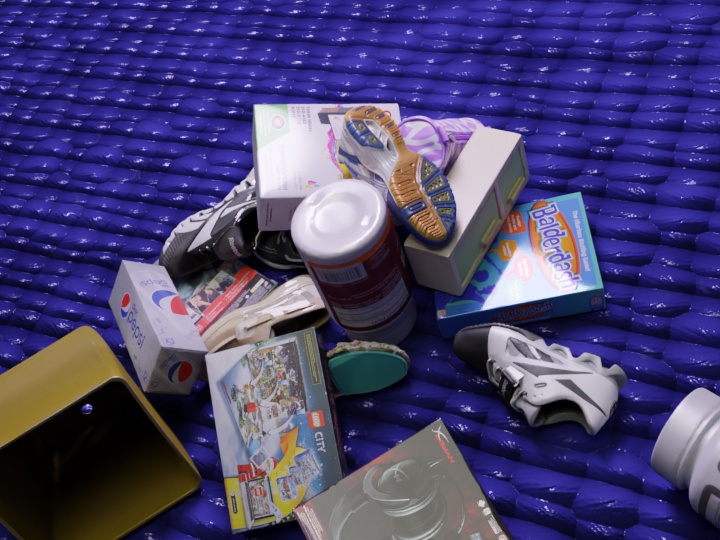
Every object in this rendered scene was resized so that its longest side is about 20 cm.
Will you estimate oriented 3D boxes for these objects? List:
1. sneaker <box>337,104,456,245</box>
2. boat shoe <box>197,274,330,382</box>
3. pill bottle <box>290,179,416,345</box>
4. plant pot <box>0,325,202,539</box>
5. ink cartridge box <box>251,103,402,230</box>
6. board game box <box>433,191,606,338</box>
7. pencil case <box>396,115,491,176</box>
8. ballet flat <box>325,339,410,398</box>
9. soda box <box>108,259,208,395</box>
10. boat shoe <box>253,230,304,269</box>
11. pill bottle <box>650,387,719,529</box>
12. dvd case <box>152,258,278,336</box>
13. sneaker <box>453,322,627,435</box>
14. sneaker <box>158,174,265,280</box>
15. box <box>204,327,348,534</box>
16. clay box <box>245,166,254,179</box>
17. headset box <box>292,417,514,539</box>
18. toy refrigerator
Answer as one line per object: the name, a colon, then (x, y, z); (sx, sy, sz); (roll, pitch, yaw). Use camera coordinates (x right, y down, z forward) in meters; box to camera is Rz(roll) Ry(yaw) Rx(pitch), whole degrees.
sneaker: (0.041, -0.100, 1.081); (0.074, 0.089, 0.201); (-18, 62, -29)
boat shoe: (-0.125, 0.084, 1.150); (0.198, 0.073, 0.065); (-32, 51, -10)
pill bottle: (0.000, 0.000, 1.080); (0.112, 0.201, 0.116); (-10, 50, 12)
plant pot: (-0.332, 0.187, 1.073); (0.198, 0.202, 0.177); (-31, 38, -6)
ink cartridge box: (-0.040, -0.137, 1.197); (0.196, 0.084, 0.147); (-2, 63, -10)
board game box: (0.186, -0.007, 1.120); (0.196, 0.045, 0.154); (-12, 50, 11)
pencil case: (0.106, -0.160, 1.176); (0.085, 0.199, 0.085); (-33, 85, 25)
ballet flat: (-0.040, 0.118, 1.092); (0.197, 0.077, 0.064); (-16, 32, 3)
soda box: (-0.258, 0.068, 1.153); (0.200, 0.063, 0.069); (50, 122, 49)
boat shoe: (-0.073, -0.038, 1.230); (0.197, 0.061, 0.076); (12, 59, 28)
pill bottle: (0.376, 0.201, 0.840); (0.114, 0.114, 0.199); (-43, 51, -15)
dvd case: (-0.222, 0.033, 1.258); (0.199, 0.022, 0.146); (30, 68, 35)
sneaker: (0.181, 0.121, 1.002); (0.197, 0.075, 0.089); (15, 57, 30)
sneaker: (-0.187, -0.044, 1.232); (0.199, 0.067, 0.091); (-37, 44, 2)
box: (-0.092, 0.179, 1.029); (0.134, 0.038, 0.204); (-14, 75, 9)
clay box: (-0.066, -0.118, 1.299); (0.197, 0.048, 0.116); (15, 60, 28)
headset box: (0.037, 0.269, 0.918); (0.198, 0.077, 0.150); (-29, 64, -5)
toy refrigerator: (0.135, -0.074, 1.112); (0.069, 0.076, 0.201); (16, 59, 31)
